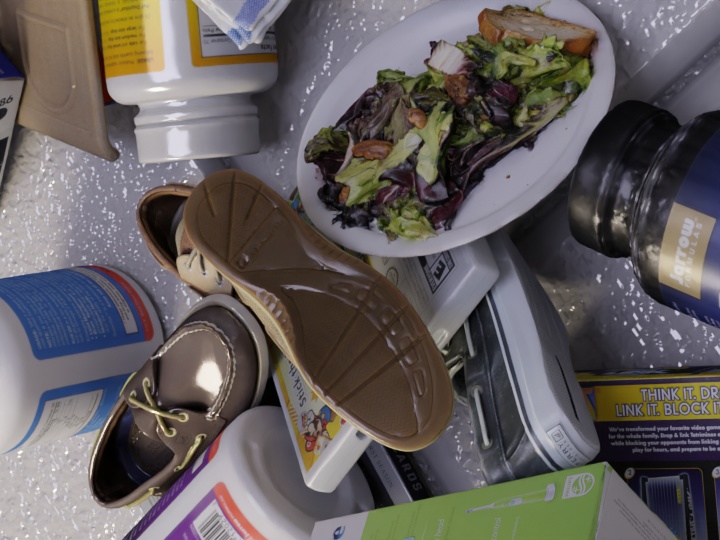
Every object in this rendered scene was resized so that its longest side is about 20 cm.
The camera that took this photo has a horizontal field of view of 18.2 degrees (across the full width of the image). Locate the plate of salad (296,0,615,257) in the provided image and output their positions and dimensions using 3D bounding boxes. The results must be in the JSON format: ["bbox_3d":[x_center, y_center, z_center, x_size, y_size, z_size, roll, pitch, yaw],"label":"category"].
[{"bbox_3d":[0.048,-0.093,1.272,0.199,0.048,0.201,-17,46,19],"label":"plate of salad"}]

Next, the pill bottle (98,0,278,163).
[{"bbox_3d":[-0.109,-0.170,1.399,0.109,0.109,0.202,-3,94,35],"label":"pill bottle"}]

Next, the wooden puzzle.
[{"bbox_3d":[-0.219,-0.184,1.478,0.185,0.046,0.201,23,130,46],"label":"wooden puzzle"}]

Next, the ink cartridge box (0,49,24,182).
[{"bbox_3d":[-0.277,-0.117,1.524,0.100,0.039,0.201,49,144,21],"label":"ink cartridge box"}]

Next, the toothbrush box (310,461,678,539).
[{"bbox_3d":[0.081,0.193,1.211,0.199,0.086,0.146,-14,132,36],"label":"toothbrush box"}]

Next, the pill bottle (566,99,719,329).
[{"bbox_3d":[0.214,-0.019,1.188,0.199,0.112,0.113,24,109,30],"label":"pill bottle"}]

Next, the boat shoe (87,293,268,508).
[{"bbox_3d":[-0.117,0.087,1.396,0.072,0.059,0.200,48,141,9],"label":"boat shoe"}]

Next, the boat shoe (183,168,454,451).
[{"bbox_3d":[-0.017,0.023,1.253,0.071,0.065,0.200,-41,70,-1],"label":"boat shoe"}]

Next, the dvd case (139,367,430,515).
[{"bbox_3d":[-0.052,0.149,1.448,0.200,0.025,0.151,-38,74,33],"label":"dvd case"}]

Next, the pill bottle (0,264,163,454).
[{"bbox_3d":[-0.229,0.060,1.455,0.112,0.199,0.113,4,98,34],"label":"pill bottle"}]

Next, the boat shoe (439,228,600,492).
[{"bbox_3d":[0.076,0.047,1.257,0.071,0.201,0.072,-31,121,14],"label":"boat shoe"}]

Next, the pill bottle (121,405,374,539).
[{"bbox_3d":[-0.090,0.186,1.397,0.200,0.111,0.112,-47,70,30],"label":"pill bottle"}]

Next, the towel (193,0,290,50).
[{"bbox_3d":[-0.094,-0.249,1.332,0.200,0.024,0.147,41,80,-12],"label":"towel"}]

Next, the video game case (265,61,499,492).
[{"bbox_3d":[0.000,0.000,1.336,0.182,0.023,0.201,-53,36,28],"label":"video game case"}]

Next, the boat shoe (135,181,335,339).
[{"bbox_3d":[-0.080,-0.008,1.375,0.200,0.071,0.076,21,93,58],"label":"boat shoe"}]

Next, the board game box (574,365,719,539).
[{"bbox_3d":[0.183,0.138,1.263,0.199,0.057,0.167,-3,92,36],"label":"board game box"}]
